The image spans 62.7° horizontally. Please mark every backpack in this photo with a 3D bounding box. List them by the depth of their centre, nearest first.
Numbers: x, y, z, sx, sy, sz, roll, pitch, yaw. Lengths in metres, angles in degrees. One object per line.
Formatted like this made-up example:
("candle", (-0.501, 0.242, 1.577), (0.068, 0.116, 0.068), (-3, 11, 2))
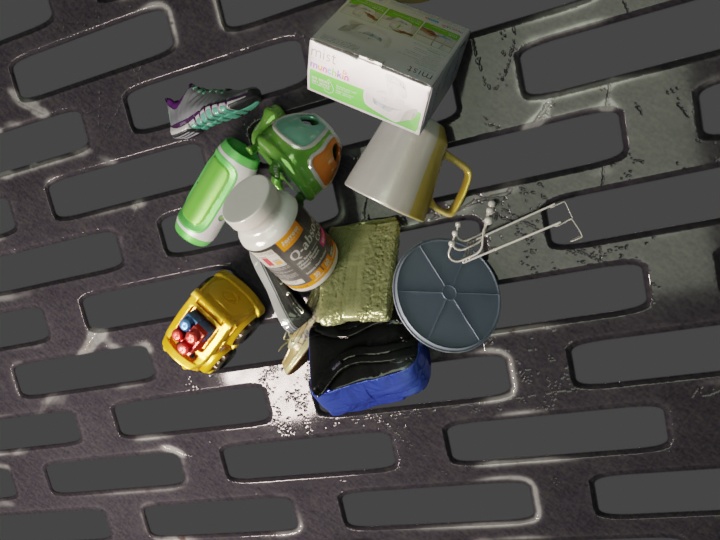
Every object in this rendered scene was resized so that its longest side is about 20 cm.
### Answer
("backpack", (0.027, 0.155, 1.047), (0.198, 0.168, 0.164), (-20, 52, 14))

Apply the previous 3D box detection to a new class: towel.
("towel", (0.000, 0.000, 1.037), (0.147, 0.037, 0.202), (-6, 61, 23))

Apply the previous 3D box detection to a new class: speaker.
("speaker", (-0.269, -0.145, 1.109), (0.088, 0.088, 0.201), (39, 109, 5))

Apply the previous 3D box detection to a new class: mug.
("mug", (0.082, -0.178, 0.994), (0.149, 0.186, 0.154), (32, 102, 41))

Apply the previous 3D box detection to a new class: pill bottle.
("pill bottle", (-0.132, -0.060, 0.988), (0.115, 0.117, 0.200), (-22, 139, 19))

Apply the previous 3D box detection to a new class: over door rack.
("over door rack", (0.241, -0.076, 0.947), (0.198, 0.148, 0.067), (-12, 104, 18))

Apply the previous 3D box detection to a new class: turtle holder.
("turtle holder", (-0.112, -0.208, 1.036), (0.132, 0.185, 0.141), (-43, 123, -4))

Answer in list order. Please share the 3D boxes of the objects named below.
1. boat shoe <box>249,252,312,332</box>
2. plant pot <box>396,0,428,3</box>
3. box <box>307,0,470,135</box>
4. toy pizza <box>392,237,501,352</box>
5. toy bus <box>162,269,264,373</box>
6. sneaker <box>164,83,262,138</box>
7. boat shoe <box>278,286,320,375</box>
("boat shoe", (-0.147, 0.018, 1.101), (0.056, 0.069, 0.201), (-30, 71, 10))
("plant pot", (0.066, -0.523, 0.878), (0.198, 0.189, 0.203), (4, 104, 15))
("box", (0.044, -0.331, 0.921), (0.198, 0.177, 0.097), (24, 145, 9))
("toy pizza", (0.146, 0.042, 1.007), (0.198, 0.032, 0.203), (5, 70, -15))
("toy bus", (-0.304, 0.122, 1.120), (0.136, 0.192, 0.200), (41, 111, 2))
("sneaker", (-0.277, -0.314, 1.082), (0.198, 0.074, 0.088), (-17, 92, 19))
("boat shoe", (-0.098, 0.106, 1.126), (0.062, 0.073, 0.201), (34, 98, 13))
